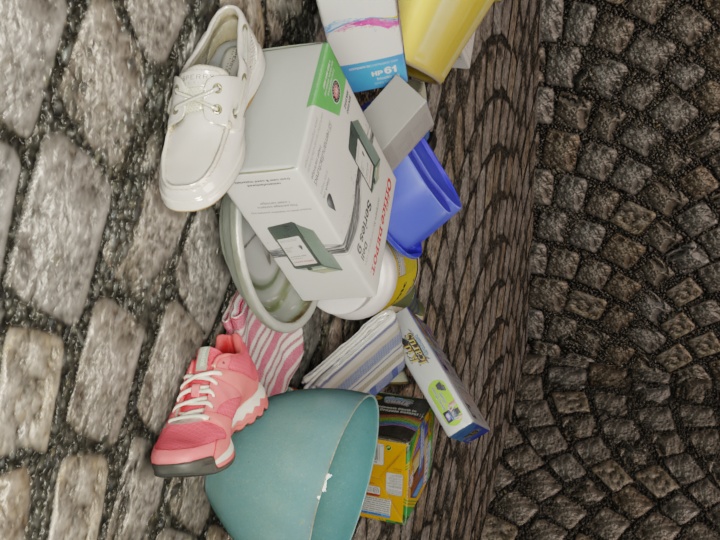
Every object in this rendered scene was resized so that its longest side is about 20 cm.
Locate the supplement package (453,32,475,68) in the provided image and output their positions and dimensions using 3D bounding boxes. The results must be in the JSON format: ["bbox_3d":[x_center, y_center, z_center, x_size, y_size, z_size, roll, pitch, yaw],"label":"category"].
[{"bbox_3d":[0.101,-0.396,1.538,0.121,0.118,0.203,31,67,-73],"label":"supplement package"}]

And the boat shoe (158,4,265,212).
[{"bbox_3d":[-0.127,-0.138,0.910,0.070,0.070,0.202,77,16,-50],"label":"boat shoe"}]

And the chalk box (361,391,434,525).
[{"bbox_3d":[0.035,0.253,1.600,0.200,0.123,0.126,-39,135,-67],"label":"chalk box"}]

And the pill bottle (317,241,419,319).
[{"bbox_3d":[0.000,0.000,1.370,0.200,0.110,0.113,-19,115,-73],"label":"pill bottle"}]

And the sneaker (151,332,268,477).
[{"bbox_3d":[-0.143,0.117,1.002,0.200,0.073,0.088,-57,139,-69],"label":"sneaker"}]

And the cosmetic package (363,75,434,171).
[{"bbox_3d":[-0.006,-0.112,1.217,0.200,0.051,0.083,-48,164,-2],"label":"cosmetic package"}]

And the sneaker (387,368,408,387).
[{"bbox_3d":[0.013,0.118,1.592,0.200,0.066,0.091,19,61,-68],"label":"sneaker"}]

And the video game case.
[{"bbox_3d":[0.110,0.153,1.591,0.183,0.045,0.200,60,5,16],"label":"video game case"}]

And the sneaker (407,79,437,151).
[{"bbox_3d":[0.060,-0.181,1.573,0.201,0.076,0.113,-71,153,-57],"label":"sneaker"}]

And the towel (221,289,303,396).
[{"bbox_3d":[-0.096,0.075,1.192,0.147,0.029,0.202,-66,157,-46],"label":"towel"}]

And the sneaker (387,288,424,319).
[{"bbox_3d":[0.061,0.025,1.664,0.200,0.066,0.091,11,92,-73],"label":"sneaker"}]

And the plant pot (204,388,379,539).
[{"bbox_3d":[-0.076,0.203,1.115,0.200,0.133,0.203,15,90,-76],"label":"plant pot"}]

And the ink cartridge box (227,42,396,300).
[{"bbox_3d":[-0.042,-0.086,1.034,0.201,0.083,0.148,58,36,-50],"label":"ink cartridge box"}]

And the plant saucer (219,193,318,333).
[{"bbox_3d":[-0.091,-0.040,1.084,0.200,0.050,0.203,-3,90,-68],"label":"plant saucer"}]

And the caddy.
[{"bbox_3d":[0.031,-0.111,1.337,0.202,0.104,0.141,59,18,2],"label":"caddy"}]

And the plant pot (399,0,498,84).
[{"bbox_3d":[0.075,-0.341,1.371,0.191,0.199,0.201,-67,166,5],"label":"plant pot"}]

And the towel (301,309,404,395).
[{"bbox_3d":[-0.005,0.130,1.412,0.146,0.024,0.200,-40,158,-11],"label":"towel"}]

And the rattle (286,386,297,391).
[{"bbox_3d":[-0.049,0.237,1.262,0.130,0.141,0.202,49,54,-46],"label":"rattle"}]

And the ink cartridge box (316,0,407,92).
[{"bbox_3d":[-0.006,-0.310,1.177,0.201,0.083,0.146,73,9,-55],"label":"ink cartridge box"}]
